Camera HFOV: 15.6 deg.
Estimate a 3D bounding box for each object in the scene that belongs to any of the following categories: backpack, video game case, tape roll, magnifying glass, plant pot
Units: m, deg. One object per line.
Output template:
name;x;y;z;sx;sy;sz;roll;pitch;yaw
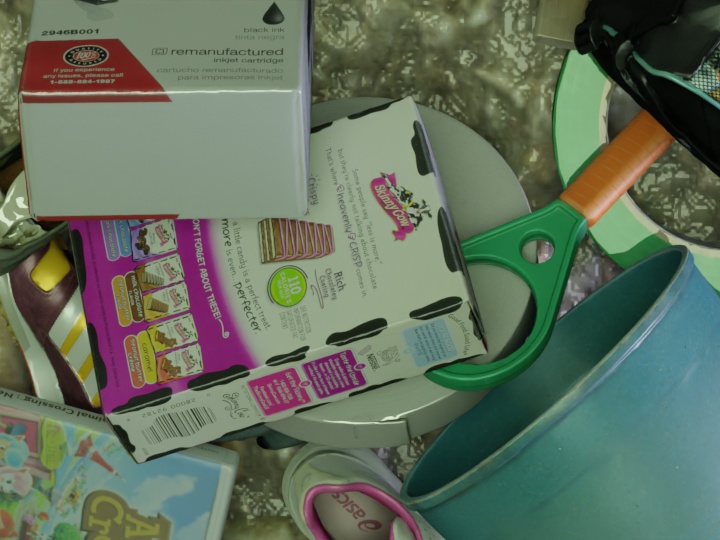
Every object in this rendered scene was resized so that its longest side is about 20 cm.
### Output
backpack;0.234;-0.102;1.362;0.200;0.176;0.153;43;90;-15
video game case;-0.175;0.166;1.495;0.181;0.022;0.201;15;118;1
tape roll;0.207;-0.083;1.476;0.199;0.048;0.202;0;95;3
tape roll;0.000;0.000;1.452;0.201;0.037;0.204;-2;64;5
magnifying glass;0.101;-0.015;1.419;0.079;0.022;0.200;38;75;23
plant pot;0.155;0.122;1.385;0.200;0.200;0.188;-41;96;6

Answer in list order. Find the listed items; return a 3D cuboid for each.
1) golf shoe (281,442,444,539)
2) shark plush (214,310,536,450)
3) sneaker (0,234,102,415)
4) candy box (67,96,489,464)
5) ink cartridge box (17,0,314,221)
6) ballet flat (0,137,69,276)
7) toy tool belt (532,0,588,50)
golf shoe;0.035;0.176;1.488;0.200;0.092;0.075;38;94;-2
shark plush;0.006;0.063;1.482;0.198;0.083;0.092;-2;100;0
sneaker;-0.149;0.033;1.497;0.089;0.075;0.201;-14;103;7
candy box;-0.045;0.005;1.391;0.199;0.061;0.137;-18;57;6
ink cartridge box;-0.098;-0.119;1.392;0.143;0.201;0.084;-1;128;0
ballet flat;-0.146;-0.066;1.447;0.200;0.064;0.068;-41;93;-26
toy tool belt;0.069;-0.221;1.437;0.199;0.125;0.123;36;88;1
